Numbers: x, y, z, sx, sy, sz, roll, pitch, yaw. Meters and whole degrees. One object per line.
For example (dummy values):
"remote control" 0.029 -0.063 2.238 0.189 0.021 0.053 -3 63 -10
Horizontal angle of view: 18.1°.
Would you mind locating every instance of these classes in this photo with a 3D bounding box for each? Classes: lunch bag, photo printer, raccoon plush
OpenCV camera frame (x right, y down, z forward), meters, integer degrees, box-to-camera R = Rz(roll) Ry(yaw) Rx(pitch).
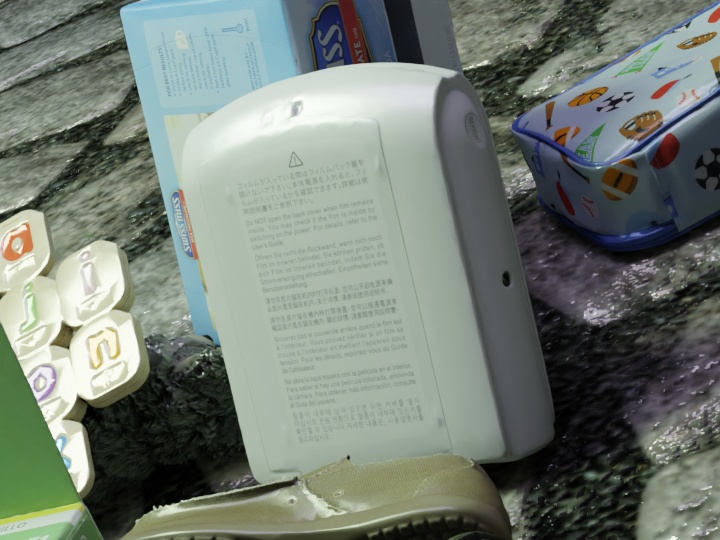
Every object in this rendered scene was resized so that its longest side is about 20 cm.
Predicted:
"lunch bag" 0.194 -0.093 1.309 0.199 0.076 0.160 -28 20 -9
"photo printer" 0.000 0.000 1.117 0.166 0.201 0.069 -10 7 32
"raccoon plush" -0.138 0.114 1.208 0.133 0.097 0.201 8 66 32

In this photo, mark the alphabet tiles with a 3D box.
"alphabet tiles" -0.202 0.065 1.199 0.199 0.015 0.196 -29 50 13

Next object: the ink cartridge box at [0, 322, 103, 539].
"ink cartridge box" -0.188 0.127 1.017 0.145 0.201 0.048 -14 23 24

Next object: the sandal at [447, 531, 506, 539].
"sandal" 0.008 0.183 0.885 0.201 0.080 0.057 -40 0 -40

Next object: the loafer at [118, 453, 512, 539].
"loafer" -0.022 0.128 1.028 0.199 0.076 0.068 -7 23 18

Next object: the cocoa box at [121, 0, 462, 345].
"cocoa box" -0.026 -0.069 1.253 0.133 0.201 0.131 0 18 43
